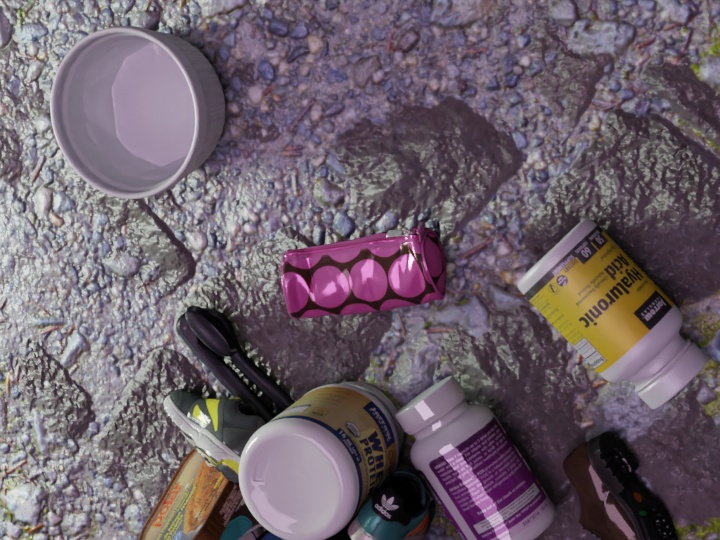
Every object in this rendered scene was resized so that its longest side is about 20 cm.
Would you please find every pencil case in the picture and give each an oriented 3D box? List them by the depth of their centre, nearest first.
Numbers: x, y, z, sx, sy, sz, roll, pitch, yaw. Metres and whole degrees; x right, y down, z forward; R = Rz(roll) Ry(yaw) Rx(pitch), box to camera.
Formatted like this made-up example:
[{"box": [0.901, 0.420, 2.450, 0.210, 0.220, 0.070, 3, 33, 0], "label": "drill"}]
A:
[{"box": [0.000, 0.000, 1.610, 0.200, 0.091, 0.094, -11, 133, 21], "label": "pencil case"}]

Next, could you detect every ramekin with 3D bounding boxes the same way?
[{"box": [-0.256, -0.191, 1.654, 0.200, 0.105, 0.200, 5, 104, 21], "label": "ramekin"}]

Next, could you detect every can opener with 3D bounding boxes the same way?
[{"box": [-0.152, 0.125, 1.714, 0.063, 0.079, 0.200, -38, 96, 16], "label": "can opener"}]

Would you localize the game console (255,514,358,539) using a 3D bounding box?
[{"box": [-0.071, 0.319, 1.649, 0.177, 0.200, 0.031, -28, 92, 25], "label": "game console"}]

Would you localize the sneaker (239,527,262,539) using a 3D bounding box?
[{"box": [-0.152, 0.376, 1.766, 0.073, 0.071, 0.200, -33, 89, 25], "label": "sneaker"}]

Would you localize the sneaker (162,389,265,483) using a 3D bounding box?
[{"box": [-0.170, 0.189, 1.705, 0.085, 0.200, 0.074, -41, 126, -13], "label": "sneaker"}]

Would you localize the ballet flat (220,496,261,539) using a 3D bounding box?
[{"box": [-0.142, 0.287, 1.726, 0.200, 0.072, 0.072, -32, 89, -1], "label": "ballet flat"}]

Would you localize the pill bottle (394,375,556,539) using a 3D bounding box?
[{"box": [0.128, 0.225, 1.598, 0.112, 0.112, 0.200, -34, 89, 25], "label": "pill bottle"}]

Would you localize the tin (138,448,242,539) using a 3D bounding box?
[{"box": [-0.197, 0.282, 1.701, 0.112, 0.200, 0.042, -6, 132, 39], "label": "tin"}]

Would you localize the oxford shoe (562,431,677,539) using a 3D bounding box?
[{"box": [0.297, 0.284, 1.576, 0.084, 0.073, 0.200, -33, 83, 36], "label": "oxford shoe"}]

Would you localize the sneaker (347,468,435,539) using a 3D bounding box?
[{"box": [0.054, 0.266, 1.593, 0.071, 0.200, 0.080, 37, 104, 12], "label": "sneaker"}]

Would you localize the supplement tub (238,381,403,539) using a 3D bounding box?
[{"box": [-0.039, 0.214, 1.612, 0.144, 0.200, 0.145, 5, 104, 20], "label": "supplement tub"}]

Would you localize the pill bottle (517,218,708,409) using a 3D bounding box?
[{"box": [0.274, 0.050, 1.500, 0.200, 0.111, 0.111, 46, 114, 5], "label": "pill bottle"}]
